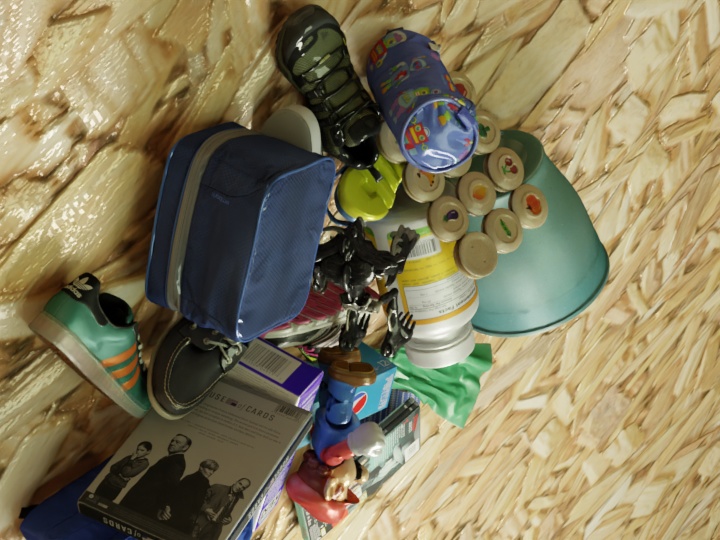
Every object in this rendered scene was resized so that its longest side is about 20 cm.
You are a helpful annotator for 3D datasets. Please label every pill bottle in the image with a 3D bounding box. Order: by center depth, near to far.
[{"bbox_3d":[0.073,0.005,1.592,0.111,0.111,0.200,-33,123,-32],"label":"pill bottle"}]

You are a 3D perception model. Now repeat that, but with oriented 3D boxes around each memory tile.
[{"bbox_3d":[0.113,-0.104,1.516,0.153,0.017,0.200,-39,100,-32],"label":"memory tile"}]

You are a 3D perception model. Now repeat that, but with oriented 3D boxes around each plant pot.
[{"bbox_3d":[0.176,-0.057,1.672,0.200,0.200,0.188,-41,129,-22],"label":"plant pot"}]

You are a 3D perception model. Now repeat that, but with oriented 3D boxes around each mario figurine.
[{"bbox_3d":[-0.015,0.186,1.554,0.123,0.106,0.200,-43,145,-67],"label":"mario figurine"}]

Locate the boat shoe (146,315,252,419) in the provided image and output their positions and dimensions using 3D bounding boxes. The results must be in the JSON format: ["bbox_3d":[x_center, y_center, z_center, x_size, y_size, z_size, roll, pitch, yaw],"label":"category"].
[{"bbox_3d":[-0.144,0.064,1.398,0.073,0.063,0.200,48,46,-16],"label":"boat shoe"}]

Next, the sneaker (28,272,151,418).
[{"bbox_3d":[-0.235,0.074,1.340,0.080,0.071,0.200,-51,151,-13],"label":"sneaker"}]

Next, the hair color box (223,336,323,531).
[{"bbox_3d":[-0.123,0.170,1.506,0.065,0.109,0.200,-43,158,-56],"label":"hair color box"}]

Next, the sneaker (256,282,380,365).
[{"bbox_3d":[-0.054,0.071,1.571,0.200,0.074,0.088,-16,124,-52],"label":"sneaker"}]

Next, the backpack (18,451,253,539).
[{"bbox_3d":[-0.205,0.270,1.425,0.200,0.168,0.163,-36,120,-29],"label":"backpack"}]

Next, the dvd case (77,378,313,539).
[{"bbox_3d":[-0.157,0.186,1.373,0.200,0.150,0.025,-54,156,-41],"label":"dvd case"}]

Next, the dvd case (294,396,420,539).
[{"bbox_3d":[0.000,0.258,1.796,0.200,0.022,0.146,-39,155,-17],"label":"dvd case"}]

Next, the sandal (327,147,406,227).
[{"bbox_3d":[0.022,-0.111,1.528,0.200,0.080,0.087,-40,-174,-40],"label":"sandal"}]

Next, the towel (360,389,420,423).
[{"bbox_3d":[0.006,0.206,1.821,0.200,0.024,0.145,-27,135,-40],"label":"towel"}]

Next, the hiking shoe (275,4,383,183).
[{"bbox_3d":[-0.017,-0.174,1.379,0.076,0.101,0.200,-41,145,-14],"label":"hiking shoe"}]

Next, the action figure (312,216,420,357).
[{"bbox_3d":[0.000,0.000,1.459,0.200,0.119,0.102,77,18,-49],"label":"action figure"}]

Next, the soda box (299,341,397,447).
[{"bbox_3d":[-0.051,0.149,1.648,0.200,0.068,0.064,-19,133,-44],"label":"soda box"}]

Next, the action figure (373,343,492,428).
[{"bbox_3d":[0.080,0.127,1.800,0.200,0.055,0.118,20,83,-44],"label":"action figure"}]

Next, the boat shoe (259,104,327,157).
[{"bbox_3d":[-0.061,-0.090,1.426,0.068,0.074,0.200,-36,145,-39],"label":"boat shoe"}]

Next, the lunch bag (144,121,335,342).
[{"bbox_3d":[-0.123,-0.035,1.339,0.136,0.132,0.200,-24,134,-58],"label":"lunch bag"}]

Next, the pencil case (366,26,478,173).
[{"bbox_3d":[0.061,-0.173,1.403,0.087,0.200,0.078,-38,121,11],"label":"pencil case"}]
